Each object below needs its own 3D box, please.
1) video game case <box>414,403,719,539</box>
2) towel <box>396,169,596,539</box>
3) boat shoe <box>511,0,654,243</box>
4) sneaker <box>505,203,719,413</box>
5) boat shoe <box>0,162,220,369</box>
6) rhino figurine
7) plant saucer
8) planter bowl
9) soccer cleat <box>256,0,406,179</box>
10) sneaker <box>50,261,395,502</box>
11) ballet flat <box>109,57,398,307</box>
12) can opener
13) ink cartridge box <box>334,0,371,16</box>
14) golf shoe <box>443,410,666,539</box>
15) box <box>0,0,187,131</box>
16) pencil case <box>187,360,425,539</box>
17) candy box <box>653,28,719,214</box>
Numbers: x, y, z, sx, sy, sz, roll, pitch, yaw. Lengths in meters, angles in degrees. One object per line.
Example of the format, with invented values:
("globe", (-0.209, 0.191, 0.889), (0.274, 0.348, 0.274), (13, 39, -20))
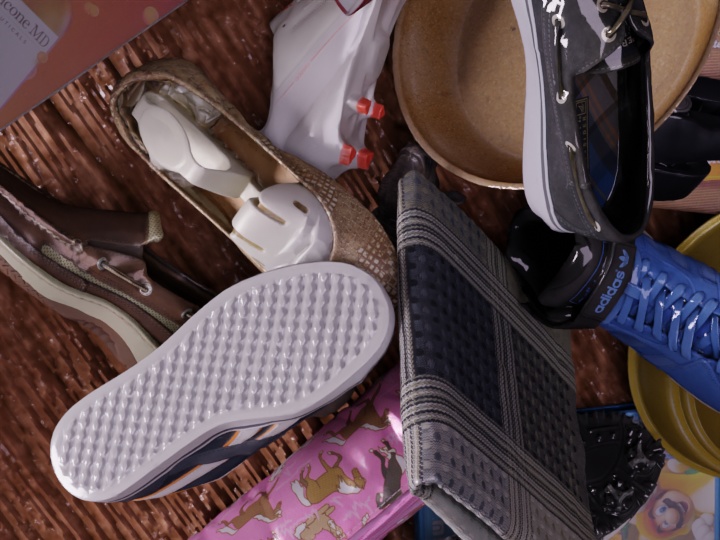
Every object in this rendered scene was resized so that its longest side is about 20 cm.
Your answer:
("video game case", (0.132, 0.159, 0.993), (0.198, 0.018, 0.145), (-5, 104, -10))
("towel", (0.072, 0.071, 0.854), (0.034, 0.194, 0.200), (-21, 141, 24))
("boat shoe", (0.111, -0.108, 0.734), (0.068, 0.056, 0.202), (-22, 120, -28))
("sneaker", (0.159, 0.021, 0.858), (0.111, 0.200, 0.077), (11, 113, -44))
("boat shoe", (-0.141, -0.010, 0.874), (0.075, 0.075, 0.202), (-43, 119, 8))
("rhino figurine", (0.000, 0.000, 0.903), (0.060, 0.087, 0.201), (33, 95, 25))
("plant saucer", (0.110, -0.133, 0.856), (0.201, 0.200, 0.035), (-55, 142, 4))
("planter bowl", (0.265, 0.059, 0.925), (0.198, 0.084, 0.202), (-4, 115, -8))
("soccer cleat", (-0.009, -0.149, 0.872), (0.077, 0.069, 0.202), (19, 90, 19))
("sneaker", (-0.066, 0.058, 0.832), (0.199, 0.079, 0.079), (-27, 75, 13))
("ballet flat", (-0.063, -0.041, 0.840), (0.200, 0.065, 0.071), (39, 111, 17))
("can opener", (0.219, -0.079, 0.881), (0.198, 0.079, 0.064), (4, 60, -10))
("ink cartridge box", (0.041, -0.257, 0.776), (0.199, 0.145, 0.146), (-37, 89, -17))
("golf shoe", (0.102, 0.163, 0.949), (0.199, 0.095, 0.078), (-36, 66, -22))
("box", (-0.211, -0.144, 0.771), (0.200, 0.106, 0.153), (-41, 109, -29))
("pencil case", (-0.012, 0.135, 0.916), (0.200, 0.087, 0.083), (-40, 83, 7))
("candy box", (0.209, -0.094, 0.931), (0.198, 0.055, 0.117), (6, 102, -12))
